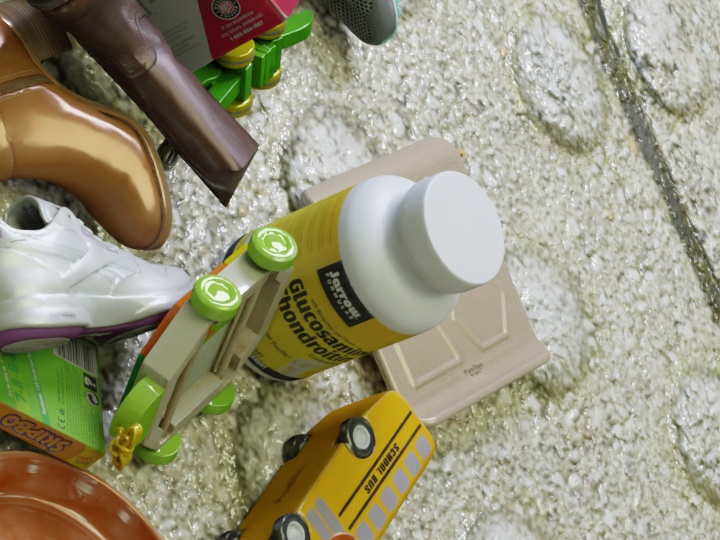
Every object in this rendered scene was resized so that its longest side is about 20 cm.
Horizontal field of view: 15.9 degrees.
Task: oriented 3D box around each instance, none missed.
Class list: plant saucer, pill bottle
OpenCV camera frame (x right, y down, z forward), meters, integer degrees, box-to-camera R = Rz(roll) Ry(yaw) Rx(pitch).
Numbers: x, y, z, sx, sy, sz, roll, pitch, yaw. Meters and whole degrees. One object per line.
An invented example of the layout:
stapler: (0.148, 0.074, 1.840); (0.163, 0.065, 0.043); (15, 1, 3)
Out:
plant saucer: (-0.191, 0.205, 1.584); (0.199, 0.032, 0.201); (27, 40, -25)
pill bottle: (0.000, 0.000, 1.785); (0.112, 0.199, 0.113); (22, 58, -40)

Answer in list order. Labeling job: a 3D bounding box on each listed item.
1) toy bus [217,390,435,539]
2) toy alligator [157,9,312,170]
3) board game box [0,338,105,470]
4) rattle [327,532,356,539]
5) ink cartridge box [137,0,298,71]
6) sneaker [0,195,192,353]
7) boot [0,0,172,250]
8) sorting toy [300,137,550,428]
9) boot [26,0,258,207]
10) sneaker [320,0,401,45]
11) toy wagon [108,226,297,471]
toy bus: (-0.025, 0.165, 1.791); (0.078, 0.065, 0.200); (55, 42, -18)
toy alligator: (-0.106, -0.141, 1.850); (0.054, 0.060, 0.200); (26, 47, 20)
board game box: (-0.244, 0.046, 1.612); (0.200, 0.030, 0.096); (34, 32, -36)
rattle: (-0.088, 0.257, 1.654); (0.130, 0.142, 0.201); (63, 33, -66)
ink cartridge box: (-0.147, -0.241, 1.769); (0.200, 0.145, 0.084); (49, 43, -21)
sneaker: (-0.176, -0.003, 1.650); (0.200, 0.075, 0.100); (-3, 75, -60)
boot: (-0.223, -0.076, 1.676); (0.201, 0.074, 0.155); (54, 40, 2)
sorting toy: (0.048, 0.008, 1.966); (0.185, 0.036, 0.201); (-25, 88, -50)
boot: (-0.133, -0.124, 1.689); (0.200, 0.064, 0.186); (54, 6, -12)
sneaker: (-0.050, -0.243, 1.949); (0.091, 0.077, 0.200); (-45, 105, -31)
toy wagon: (-0.111, 0.059, 1.683); (0.039, 0.156, 0.200); (35, 41, 12)
